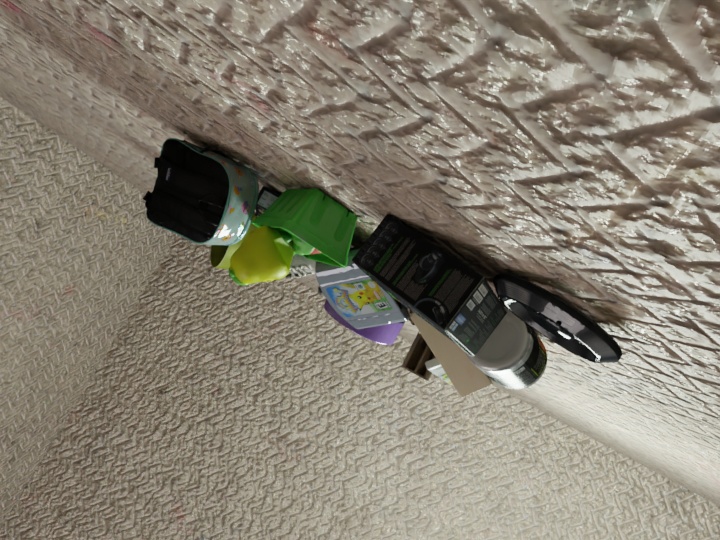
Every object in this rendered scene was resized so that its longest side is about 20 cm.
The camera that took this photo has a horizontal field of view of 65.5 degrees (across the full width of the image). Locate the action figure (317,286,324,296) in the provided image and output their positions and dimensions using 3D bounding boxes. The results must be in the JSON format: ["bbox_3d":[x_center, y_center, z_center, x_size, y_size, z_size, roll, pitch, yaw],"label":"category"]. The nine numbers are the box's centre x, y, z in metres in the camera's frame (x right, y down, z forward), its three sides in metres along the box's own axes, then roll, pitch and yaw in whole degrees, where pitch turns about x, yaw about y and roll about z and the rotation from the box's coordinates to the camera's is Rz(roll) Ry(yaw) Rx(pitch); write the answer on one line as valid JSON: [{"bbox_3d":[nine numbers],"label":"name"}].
[{"bbox_3d":[-0.059,-0.005,1.307,0.200,0.119,0.102,35,139,1],"label":"action figure"}]

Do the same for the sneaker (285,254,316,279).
[{"bbox_3d":[-0.121,-0.013,1.164,0.200,0.087,0.075,17,144,46],"label":"sneaker"}]

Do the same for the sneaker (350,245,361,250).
[{"bbox_3d":[0.000,0.000,1.167,0.077,0.078,0.200,60,161,-20],"label":"sneaker"}]

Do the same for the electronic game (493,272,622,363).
[{"bbox_3d":[0.275,0.067,0.794,0.200,0.042,0.200,36,178,2],"label":"electronic game"}]

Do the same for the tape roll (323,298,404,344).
[{"bbox_3d":[0.011,0.106,1.399,0.200,0.066,0.200,28,-170,-5],"label":"tape roll"}]

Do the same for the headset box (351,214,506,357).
[{"bbox_3d":[0.103,0.022,0.856,0.200,0.093,0.174,37,178,31],"label":"headset box"}]

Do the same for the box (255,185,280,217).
[{"bbox_3d":[-0.124,-0.097,1.178,0.199,0.049,0.161,28,175,-5],"label":"box"}]

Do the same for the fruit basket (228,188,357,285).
[{"bbox_3d":[-0.127,-0.041,0.980,0.155,0.216,0.215,33,172,-26],"label":"fruit basket"}]

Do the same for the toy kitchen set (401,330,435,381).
[{"bbox_3d":[0.209,0.195,1.360,0.163,0.181,0.200,27,177,8],"label":"toy kitchen set"}]

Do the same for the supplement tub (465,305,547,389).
[{"bbox_3d":[0.277,0.151,1.046,0.122,0.123,0.200,24,170,36],"label":"supplement tub"}]

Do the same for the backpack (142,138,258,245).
[{"bbox_3d":[-0.285,-0.136,1.052,0.200,0.176,0.153,25,-172,35],"label":"backpack"}]

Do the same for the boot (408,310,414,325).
[{"bbox_3d":[0.115,0.092,1.441,0.097,0.075,0.200,23,173,20],"label":"boot"}]

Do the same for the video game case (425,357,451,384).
[{"bbox_3d":[0.274,0.211,1.328,0.182,0.199,0.023,40,-151,-56],"label":"video game case"}]

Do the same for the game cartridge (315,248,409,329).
[{"bbox_3d":[-0.001,0.043,1.094,0.133,0.041,0.200,-10,134,27],"label":"game cartridge"}]

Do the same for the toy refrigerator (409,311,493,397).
[{"bbox_3d":[0.191,0.148,1.141,0.200,0.076,0.070,57,-152,0],"label":"toy refrigerator"}]

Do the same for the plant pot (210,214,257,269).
[{"bbox_3d":[-0.302,-0.075,1.609,0.199,0.188,0.187,16,180,-29],"label":"plant pot"}]
